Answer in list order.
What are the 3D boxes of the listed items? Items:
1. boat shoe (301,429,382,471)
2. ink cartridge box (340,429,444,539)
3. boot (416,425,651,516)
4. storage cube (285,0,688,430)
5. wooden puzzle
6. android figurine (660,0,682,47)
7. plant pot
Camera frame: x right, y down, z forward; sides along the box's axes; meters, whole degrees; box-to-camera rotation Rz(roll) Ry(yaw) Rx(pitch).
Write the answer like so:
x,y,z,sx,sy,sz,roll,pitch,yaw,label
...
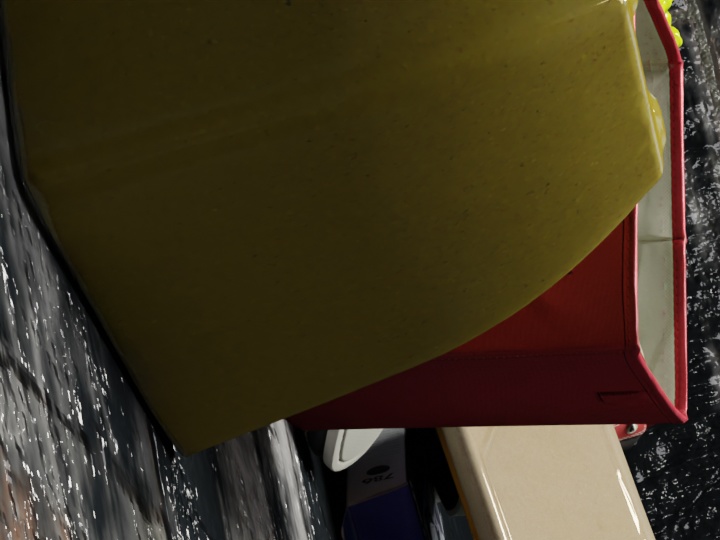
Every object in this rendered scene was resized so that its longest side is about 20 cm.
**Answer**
x,y,z,sx,sy,sz,roll,pitch,yaw,label
0.000,0.000,1.367,0.074,0.060,0.201,-32,141,-56,boat shoe
0.020,0.142,1.540,0.200,0.039,0.100,-86,162,-72,ink cartridge box
0.106,0.088,1.622,0.200,0.144,0.073,90,-14,-87,boot
0.041,-0.027,1.203,0.200,0.179,0.172,44,45,-73,storage cube
0.098,0.126,1.484,0.200,0.037,0.186,21,45,-55,wooden puzzle
0.100,-0.064,1.390,0.200,0.041,0.182,-50,156,-26,android figurine
-0.004,-0.081,0.988,0.196,0.199,0.195,69,8,-58,plant pot
